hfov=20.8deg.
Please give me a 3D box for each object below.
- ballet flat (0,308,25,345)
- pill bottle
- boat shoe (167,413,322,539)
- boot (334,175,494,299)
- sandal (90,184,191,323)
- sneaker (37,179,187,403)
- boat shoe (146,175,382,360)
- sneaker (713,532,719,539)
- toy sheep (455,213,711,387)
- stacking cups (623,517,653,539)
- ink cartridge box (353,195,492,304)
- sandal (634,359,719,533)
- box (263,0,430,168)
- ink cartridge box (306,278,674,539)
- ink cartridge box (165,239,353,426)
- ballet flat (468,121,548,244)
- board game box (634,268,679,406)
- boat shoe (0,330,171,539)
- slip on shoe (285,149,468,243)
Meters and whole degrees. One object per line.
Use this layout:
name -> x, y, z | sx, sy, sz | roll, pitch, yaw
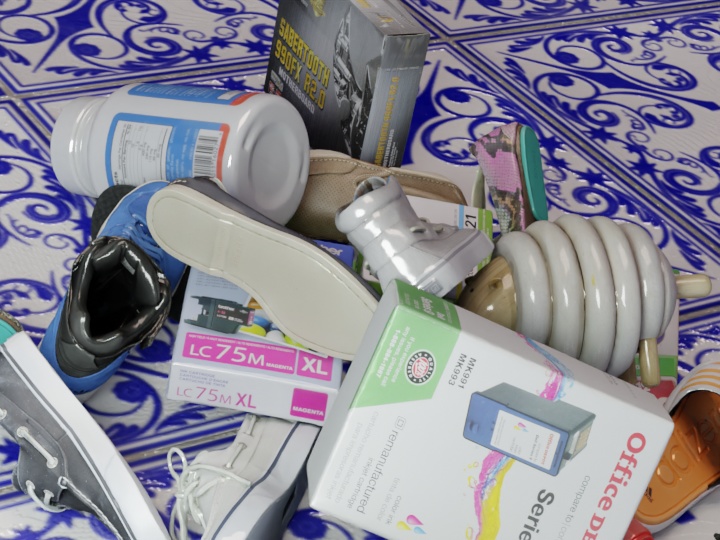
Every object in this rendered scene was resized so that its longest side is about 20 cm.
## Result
ballet flat -> -0.338, 0.043, 1.384 | 0.198, 0.069, 0.075 | -3, 18, -20
pill bottle -> -0.149, -0.094, 1.585 | 0.199, 0.113, 0.112 | 9, 25, 33
boat shoe -> -0.090, 0.145, 1.286 | 0.085, 0.075, 0.202 | 17, 28, 8
boot -> 0.036, -0.029, 1.393 | 0.096, 0.073, 0.200 | 54, 10, 0
sandal -> -0.136, 0.006, 1.517 | 0.200, 0.076, 0.048 | 38, 11, 28
sneaker -> -0.161, -0.002, 1.403 | 0.077, 0.111, 0.201 | 37, 54, -8
boat shoe -> -0.053, -0.009, 1.366 | 0.199, 0.073, 0.063 | 30, 33, 14
sneaker -> 0.280, 0.222, 1.314 | 0.072, 0.072, 0.200 | 41, 18, -18
toy sheep -> 0.164, 0.024, 1.445 | 0.198, 0.139, 0.138 | -5, 35, -17
stacking cups -> 0.124, 0.145, 1.389 | 0.060, 0.061, 0.200 | -19, 48, -40
ink cartridge box -> 0.000, 0.000, 1.550 | 0.198, 0.076, 0.148 | 12, 31, -3
sandal -> 0.253, 0.124, 1.430 | 0.079, 0.059, 0.206 | 52, 42, 0
box -> -0.017, -0.186, 1.766 | 0.048, 0.160, 0.200 | -7, 36, -28
ink cartridge box -> 0.082, 0.116, 1.274 | 0.199, 0.146, 0.088 | 24, 9, -7
ink cartridge box -> -0.068, 0.026, 1.410 | 0.118, 0.042, 0.201 | 10, 35, -3
ballet flat -> 0.129, -0.026, 1.626 | 0.069, 0.071, 0.202 | 30, 43, -56
board game box -> 0.199, 0.058, 1.525 | 0.095, 0.030, 0.201 | 11, 45, -2
boat shoe -> -0.196, 0.128, 1.292 | 0.068, 0.072, 0.200 | -37, 64, -10
slip on shoe -> 0.000, -0.051, 1.640 | 0.198, 0.077, 0.061 | 7, 24, -23
